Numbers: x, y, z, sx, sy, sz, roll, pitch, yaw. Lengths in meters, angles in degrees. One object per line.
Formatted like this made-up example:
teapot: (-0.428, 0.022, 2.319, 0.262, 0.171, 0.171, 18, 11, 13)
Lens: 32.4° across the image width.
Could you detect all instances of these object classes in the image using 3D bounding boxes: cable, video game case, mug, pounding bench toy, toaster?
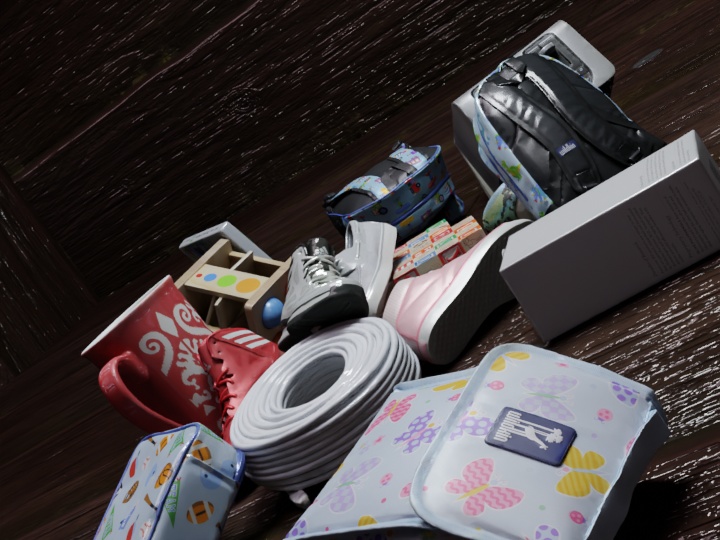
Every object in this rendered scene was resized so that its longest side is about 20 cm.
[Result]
cable: (-0.037, 0.126, 1.189, 0.200, 0.069, 0.199, -44, 23, -24)
video game case: (-0.156, 0.010, 1.807, 0.022, 0.200, 0.182, -57, 18, -22)
mug: (-0.216, 0.137, 1.415, 0.133, 0.200, 0.178, -31, 13, 51)
pounding bench toy: (-0.140, 0.083, 1.681, 0.155, 0.201, 0.124, 12, 40, 30)
toaster: (0.219, -0.193, 1.557, 0.180, 0.119, 0.200, -37, -18, -5)

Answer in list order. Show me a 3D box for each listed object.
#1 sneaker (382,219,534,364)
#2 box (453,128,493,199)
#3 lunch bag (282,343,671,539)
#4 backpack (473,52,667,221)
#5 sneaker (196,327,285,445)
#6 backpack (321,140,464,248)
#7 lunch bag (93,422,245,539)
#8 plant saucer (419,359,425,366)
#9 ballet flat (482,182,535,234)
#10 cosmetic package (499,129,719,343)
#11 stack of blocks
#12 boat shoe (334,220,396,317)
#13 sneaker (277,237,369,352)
sneaker: (0.099, 0.013, 1.287, 0.200, 0.076, 0.104, -45, 31, -26)
box: (0.240, -0.199, 1.731, 0.199, 0.109, 0.128, -33, 11, 11)
lunch bag: (0.076, 0.136, 0.756, 0.199, 0.128, 0.170, -16, 23, 43)
backpack: (0.208, -0.144, 1.365, 0.163, 0.200, 0.154, -38, -11, -12)
sneaker: (-0.144, 0.142, 1.339, 0.079, 0.115, 0.200, -54, 6, 37)
backpack: (0.059, -0.096, 1.769, 0.182, 0.135, 0.200, -37, 10, -11)
lunch bag: (-0.187, 0.236, 1.131, 0.160, 0.075, 0.201, -25, 35, 52)
plant saucer: (-0.007, 0.112, 1.347, 0.200, 0.037, 0.200, -35, 10, 7)
ballet flat: (0.234, -0.105, 1.475, 0.200, 0.074, 0.074, -40, 11, -6)
cosmetic package: (0.230, -0.031, 1.103, 0.199, 0.085, 0.108, -32, 11, 22)
stack of blocks: (0.097, -0.010, 1.462, 0.115, 0.059, 0.200, -31, 8, 4)
boat shoe: (0.000, 0.000, 1.408, 0.201, 0.068, 0.072, -79, 3, -53)
sneaker: (-0.047, 0.012, 1.314, 0.075, 0.116, 0.200, 4, -17, -18)
